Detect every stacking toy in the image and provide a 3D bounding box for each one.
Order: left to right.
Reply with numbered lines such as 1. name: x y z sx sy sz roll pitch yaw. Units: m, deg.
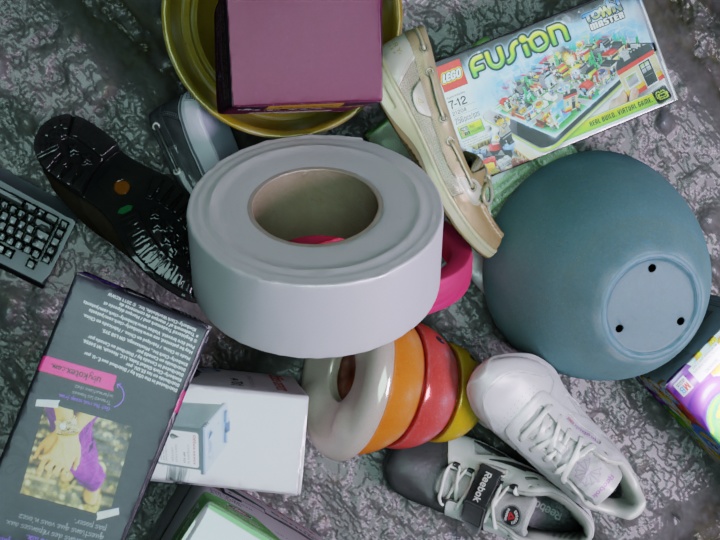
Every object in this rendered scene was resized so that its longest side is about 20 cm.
1. stacking toy: 0.059 0.102 1.225 0.198 0.146 0.148 12 92 -28

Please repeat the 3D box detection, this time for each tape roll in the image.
1. tape roll: -0.034 -0.024 1.093 0.200 0.203 0.071 -6 128 -7

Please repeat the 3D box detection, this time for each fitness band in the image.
1. fitness band: 0.000 0.000 1.169 0.198 0.143 0.038 -18 126 -31

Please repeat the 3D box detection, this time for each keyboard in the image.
1. keyboard: -0.354 -0.040 1.191 0.198 0.021 0.128 27 90 -8

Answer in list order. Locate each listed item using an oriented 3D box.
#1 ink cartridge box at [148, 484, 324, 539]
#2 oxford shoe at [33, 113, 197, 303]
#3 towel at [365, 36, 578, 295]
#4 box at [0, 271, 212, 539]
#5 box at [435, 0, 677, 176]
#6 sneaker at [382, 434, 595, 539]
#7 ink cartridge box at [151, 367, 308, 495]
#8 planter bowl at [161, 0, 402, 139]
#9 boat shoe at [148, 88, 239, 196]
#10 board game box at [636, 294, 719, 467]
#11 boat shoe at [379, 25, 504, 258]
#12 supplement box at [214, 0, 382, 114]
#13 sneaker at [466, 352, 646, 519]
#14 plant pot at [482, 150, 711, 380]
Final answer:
1. ink cartridge box: -0.094 0.241 1.158 0.145 0.200 0.085 32 86 -10
2. oxford shoe: -0.187 -0.045 1.181 0.200 0.084 0.073 44 71 6
3. towel: 0.118 -0.086 1.249 0.149 0.031 0.201 -40 98 -4
4. box: -0.194 0.112 1.024 0.105 0.122 0.202 23 87 -8
5. box: 0.164 -0.161 1.222 0.198 0.035 0.111 -22 94 -4
6. sneaker: 0.118 0.196 1.241 0.198 0.089 0.075 17 93 -7
7. ink cartridge box: -0.149 0.126 1.167 0.197 0.146 0.087 5 91 -9
8. planter bowl: -0.068 -0.212 1.187 0.198 0.083 0.203 -1 95 -8
9. boat shoe: -0.129 -0.053 1.202 0.066 0.070 0.202 -14 107 20
10. board game box: 0.355 0.130 1.259 0.103 0.105 0.200 -45 98 -2
11. boat shoe: 0.073 -0.102 1.155 0.063 0.073 0.202 -31 107 5
12. supplement box: -0.051 -0.162 1.049 0.109 0.200 0.087 -3 95 -8
13. sneaker: 0.173 0.140 1.187 0.200 0.100 0.075 39 93 -27
14. plant pot: 0.219 0.011 1.195 0.198 0.135 0.203 -4 107 -15
